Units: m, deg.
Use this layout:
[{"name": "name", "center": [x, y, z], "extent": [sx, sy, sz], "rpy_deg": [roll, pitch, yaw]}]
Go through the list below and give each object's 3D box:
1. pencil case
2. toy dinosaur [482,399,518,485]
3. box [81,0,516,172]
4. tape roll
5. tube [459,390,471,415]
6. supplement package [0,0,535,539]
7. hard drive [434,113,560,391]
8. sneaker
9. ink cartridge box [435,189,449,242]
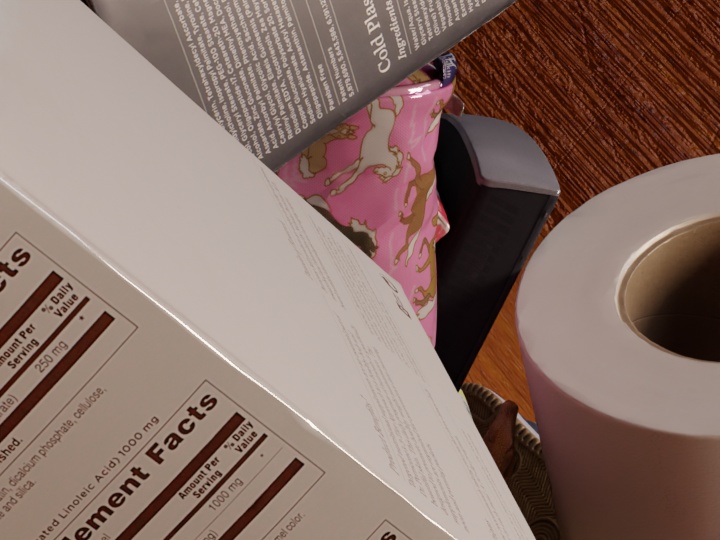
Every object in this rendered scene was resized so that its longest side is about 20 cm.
[{"name": "pencil case", "center": [0.000, 0.000, 0.768], "extent": [0.083, 0.086, 0.202], "rpy_deg": [-104, -167, -65]}, {"name": "toy dinosaur", "center": [0.079, 0.166, 0.843], "extent": [0.101, 0.058, 0.202], "rpy_deg": [103, -32, -77]}, {"name": "box", "center": [-0.069, -0.128, 0.704], "extent": [0.199, 0.182, 0.105], "rpy_deg": [25, -35, 46]}, {"name": "tape roll", "center": [0.179, 0.058, 0.832], "extent": [0.203, 0.201, 0.140], "rpy_deg": [-122, -167, -53]}, {"name": "tube", "center": [0.050, 0.127, 0.998], "extent": [0.057, 0.052, 0.200], "rpy_deg": [1, 27, -10]}, {"name": "supplement package", "center": [-0.079, 0.039, 0.456], "extent": [0.200, 0.147, 0.192], "rpy_deg": [41, 11, -29]}, {"name": "hard drive", "center": [0.043, -0.014, 0.930], "extent": [0.042, 0.136, 0.200], "rpy_deg": [25, 11, -10]}, {"name": "sneaker", "center": [0.127, 0.154, 1.137], "extent": [0.108, 0.070, 0.200], "rpy_deg": [36, 11, -39]}, {"name": "ink cartridge box", "center": [-0.039, -0.025, 0.911], "extent": [0.086, 0.148, 0.200], "rpy_deg": [44, 10, -11]}]
